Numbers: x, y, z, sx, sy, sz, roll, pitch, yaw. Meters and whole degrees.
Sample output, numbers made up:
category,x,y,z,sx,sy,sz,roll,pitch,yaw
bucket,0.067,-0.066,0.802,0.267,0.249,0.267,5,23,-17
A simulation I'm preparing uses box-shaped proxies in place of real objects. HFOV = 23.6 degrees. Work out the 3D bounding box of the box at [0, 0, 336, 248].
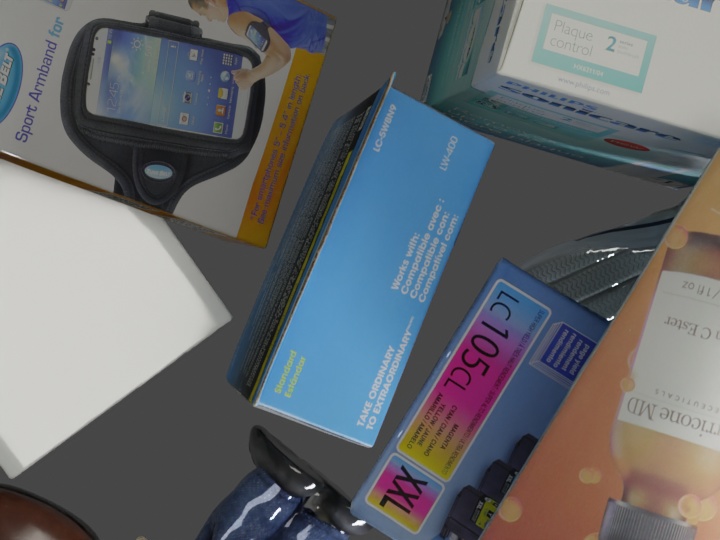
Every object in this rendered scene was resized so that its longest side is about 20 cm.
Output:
category,x,y,z,sx,sy,sz,roll,pitch,yaw
box,-0.111,-0.095,0.783,0.199,0.041,0.120,20,86,-39

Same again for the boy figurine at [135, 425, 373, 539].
category,x,y,z,sx,sy,sz,roll,pitch,yaw
boy figurine,-0.075,0.179,0.822,0.124,0.064,0.201,37,88,-32

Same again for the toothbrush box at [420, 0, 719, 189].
category,x,y,z,sx,sy,sz,roll,pitch,yaw
toothbrush box,0.119,-0.098,0.780,0.145,0.200,0.086,15,88,-8

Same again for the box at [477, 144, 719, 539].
category,x,y,z,sx,sy,sz,roll,pitch,yaw
box,0.158,0.074,0.676,0.152,0.106,0.201,31,91,13

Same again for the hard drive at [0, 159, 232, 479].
category,x,y,z,sx,sy,sz,roll,pitch,yaw
hard drive,-0.172,-0.021,0.828,0.132,0.026,0.201,-36,95,-6

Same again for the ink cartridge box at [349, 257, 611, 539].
category,x,y,z,sx,sy,sz,roll,pitch,yaw
ink cartridge box,0.115,0.105,0.775,0.199,0.076,0.137,32,91,11

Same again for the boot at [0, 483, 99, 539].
category,x,y,z,sx,sy,sz,roll,pitch,yaw
boot,-0.203,0.123,0.736,0.187,0.200,0.069,21,87,-7

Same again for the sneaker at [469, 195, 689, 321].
category,x,y,z,sx,sy,sz,roll,pitch,yaw
sneaker,0.150,0.004,0.853,0.199,0.071,0.074,-17,98,10

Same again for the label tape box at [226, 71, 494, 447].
category,x,y,z,sx,sy,sz,roll,pitch,yaw
label tape box,0.000,0.000,0.764,0.063,0.200,0.145,23,87,-7
